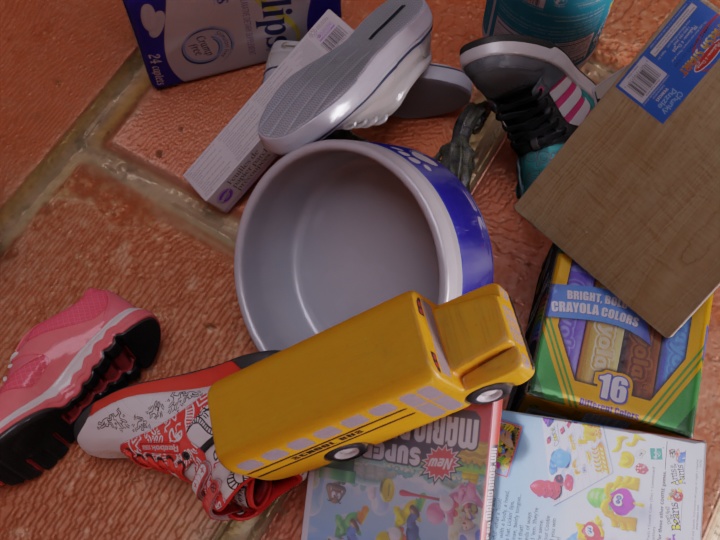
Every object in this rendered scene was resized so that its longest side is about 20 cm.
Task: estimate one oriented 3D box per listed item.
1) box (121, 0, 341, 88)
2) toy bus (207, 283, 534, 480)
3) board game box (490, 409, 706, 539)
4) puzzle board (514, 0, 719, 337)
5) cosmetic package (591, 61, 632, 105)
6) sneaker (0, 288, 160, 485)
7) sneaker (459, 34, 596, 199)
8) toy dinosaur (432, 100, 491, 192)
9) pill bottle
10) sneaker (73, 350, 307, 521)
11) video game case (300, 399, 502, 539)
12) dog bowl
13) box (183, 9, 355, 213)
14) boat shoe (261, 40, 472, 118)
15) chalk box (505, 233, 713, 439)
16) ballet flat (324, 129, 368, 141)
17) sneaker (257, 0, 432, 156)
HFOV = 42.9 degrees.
[{"bbox_3d":[-0.125,-0.284,0.846,0.199,0.184,0.105,-16,66,-7],"label":"box"},{"bbox_3d":[0.005,0.070,0.589,0.200,0.078,0.065,-26,58,21],"label":"toy bus"},{"bbox_3d":[0.138,0.171,0.672,0.199,0.103,0.105,7,67,13],"label":"board game box"},{"bbox_3d":[0.230,-0.075,0.658,0.151,0.017,0.200,43,107,18],"label":"puzzle board"},{"bbox_3d":[0.287,-0.097,0.765,0.200,0.071,0.106,18,55,-40],"label":"cosmetic package"},{"bbox_3d":[-0.259,0.093,0.751,0.087,0.074,0.200,34,66,28],"label":"sneaker"},{"bbox_3d":[0.153,-0.116,0.791,0.083,0.200,0.121,-12,72,39],"label":"sneaker"},{"bbox_3d":[0.076,-0.056,0.796,0.047,0.088,0.201,13,63,-6],"label":"toy dinosaur"},{"bbox_3d":[0.169,-0.246,0.822,0.110,0.200,0.111,0,67,-1],"label":"pill bottle"},{"bbox_3d":[-0.131,0.138,0.689,0.201,0.067,0.108,-19,58,15],"label":"sneaker"},{"bbox_3d":[0.024,0.149,0.627,0.143,0.017,0.201,2,82,34],"label":"video game case"},{"bbox_3d":[0.000,0.000,0.717,0.199,0.079,0.201,4,97,35],"label":"dog bowl"},{"bbox_3d":[-0.075,-0.141,0.818,0.200,0.039,0.041,-48,64,6],"label":"box"},{"bbox_3d":[0.007,-0.192,0.872,0.199,0.071,0.070,2,68,8],"label":"boat shoe"},{"bbox_3d":[0.202,0.039,0.737,0.124,0.125,0.201,16,68,7],"label":"chalk box"},{"bbox_3d":[0.010,-0.064,0.815,0.068,0.068,0.200,-22,68,-19],"label":"ballet flat"},{"bbox_3d":[-0.001,-0.148,0.762,0.073,0.071,0.200,24,58,40],"label":"sneaker"}]
